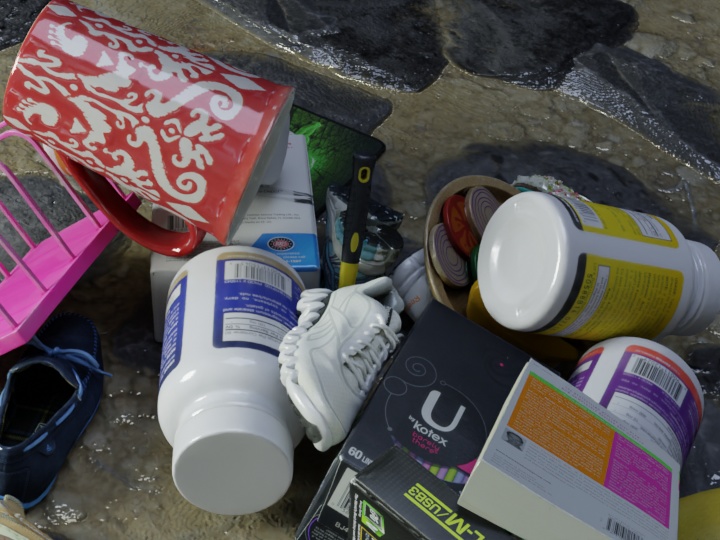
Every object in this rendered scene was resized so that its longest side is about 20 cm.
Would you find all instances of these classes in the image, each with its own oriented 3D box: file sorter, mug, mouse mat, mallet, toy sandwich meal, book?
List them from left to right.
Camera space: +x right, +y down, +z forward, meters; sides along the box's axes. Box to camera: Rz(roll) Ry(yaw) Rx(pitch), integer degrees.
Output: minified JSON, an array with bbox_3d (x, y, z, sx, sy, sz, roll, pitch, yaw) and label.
[{"bbox_3d":[-0.303,-0.026,1.186,0.138,0.126,0.201,-23,23,34],"label":"file sorter"},{"bbox_3d":[-0.175,-0.103,1.139,0.198,0.179,0.134,25,13,-2],"label":"mug"},{"bbox_3d":[-0.083,-0.112,1.476,0.160,0.008,0.200,23,42,18],"label":"mouse mat"},{"bbox_3d":[0.000,0.000,1.202,0.065,0.202,0.041,10,23,-14],"label":"mallet"},{"bbox_3d":[0.143,-0.001,1.266,0.204,0.070,0.207,19,58,-33],"label":"toy sandwich meal"},{"bbox_3d":[0.144,0.134,0.941,0.133,0.048,0.200,30,16,7],"label":"book"}]

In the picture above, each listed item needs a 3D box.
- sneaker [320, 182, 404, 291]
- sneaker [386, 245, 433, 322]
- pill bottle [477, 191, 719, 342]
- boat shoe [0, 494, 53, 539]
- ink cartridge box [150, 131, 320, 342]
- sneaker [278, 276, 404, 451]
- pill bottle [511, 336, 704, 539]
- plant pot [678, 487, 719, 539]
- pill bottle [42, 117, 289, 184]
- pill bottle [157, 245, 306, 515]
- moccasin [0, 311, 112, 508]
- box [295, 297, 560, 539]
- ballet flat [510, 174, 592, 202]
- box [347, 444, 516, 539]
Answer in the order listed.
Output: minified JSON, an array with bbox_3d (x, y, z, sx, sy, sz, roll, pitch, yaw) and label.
[{"bbox_3d":[-0.011,-0.019,1.318,0.077,0.087,0.200,24,15,-4],"label":"sneaker"},{"bbox_3d":[0.106,0.002,1.331,0.199,0.074,0.080,-31,73,-38],"label":"sneaker"},{"bbox_3d":[0.203,0.004,1.194,0.198,0.112,0.112,9,33,-33],"label":"pill bottle"},{"bbox_3d":[-0.260,0.187,1.028,0.198,0.072,0.076,22,29,17],"label":"boat shoe"},{"bbox_3d":[-0.114,-0.034,1.306,0.144,0.085,0.201,-1,39,-5],"label":"ink cartridge box"},{"bbox_3d":[-0.011,0.061,1.092,0.080,0.076,0.201,-18,24,14],"label":"sneaker"},{"bbox_3d":[0.187,0.150,1.113,0.110,0.112,0.200,21,40,16],"label":"pill bottle"},{"bbox_3d":[0.256,0.229,0.990,0.199,0.202,0.141,-24,23,-34],"label":"plant pot"},{"bbox_3d":[-0.167,-0.128,1.262,0.198,0.113,0.113,8,38,12],"label":"pill bottle"},{"bbox_3d":[-0.098,0.086,1.136,0.118,0.121,0.201,4,39,-5],"label":"pill bottle"},{"bbox_3d":[-0.240,0.096,1.139,0.079,0.069,0.201,6,38,-3],"label":"moccasin"},{"bbox_3d":[0.053,0.137,1.092,0.121,0.107,0.200,30,41,3],"label":"box"},{"bbox_3d":[0.227,-0.038,1.388,0.064,0.076,0.200,-21,48,-42],"label":"ballet flat"},{"bbox_3d":[0.071,0.236,0.914,0.047,0.201,0.193,-31,53,-31],"label":"box"}]
